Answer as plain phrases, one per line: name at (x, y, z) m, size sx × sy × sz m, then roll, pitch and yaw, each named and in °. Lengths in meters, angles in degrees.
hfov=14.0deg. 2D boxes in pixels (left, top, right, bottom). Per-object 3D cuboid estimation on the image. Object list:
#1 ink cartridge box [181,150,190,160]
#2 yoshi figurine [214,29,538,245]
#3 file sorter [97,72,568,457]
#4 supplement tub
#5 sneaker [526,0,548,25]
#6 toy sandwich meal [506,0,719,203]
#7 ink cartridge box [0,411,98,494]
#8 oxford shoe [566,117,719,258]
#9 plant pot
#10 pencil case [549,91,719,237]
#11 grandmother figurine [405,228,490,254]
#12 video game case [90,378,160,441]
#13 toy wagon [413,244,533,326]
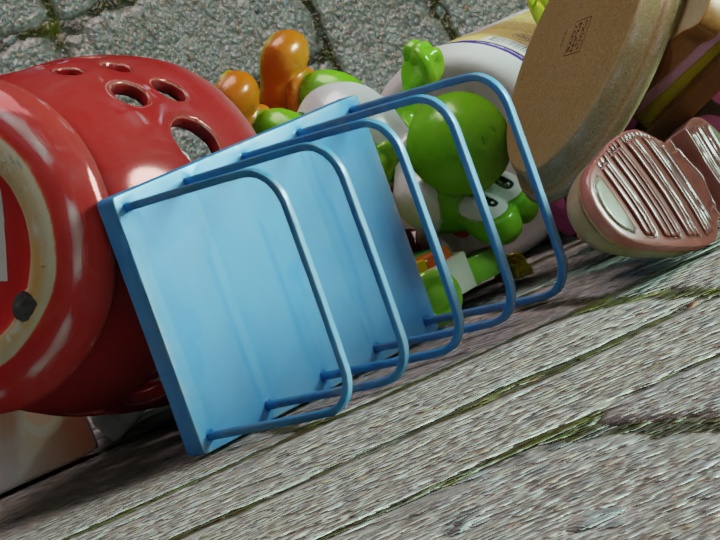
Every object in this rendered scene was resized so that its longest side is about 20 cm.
ink cartridge box at (-0.130, -0.002, 1.998) m, size 0.084 × 0.144 × 0.200 m, roll -22°, pitch 4°, yaw -2°
yoshi figurine at (0.015, -0.086, 1.727) m, size 0.200 × 0.112 × 0.112 m, roll 25°, pitch 1°, yaw 21°
file sorter at (-0.007, -0.010, 1.513) m, size 0.123 × 0.139 × 0.200 m, roll -14°, pitch 8°, yaw 43°
supplement tub at (0.109, -0.095, 1.949) m, size 0.145 × 0.145 × 0.200 m, roll -20°, pitch 4°, yaw 32°
sneaker at (0.180, -0.136, 1.892) m, size 0.074 × 0.200 × 0.084 m, roll -46°, pitch -4°, yaw -3°
toy sandwich meal at (0.154, -0.121, 1.631) m, size 0.070 × 0.205 × 0.205 m, roll 23°, pitch -10°, yaw -16°
ink cartridge box at (-0.272, 0.069, 1.693) m, size 0.200 × 0.162 × 0.050 m, roll -24°, pitch 2°, yaw -26°
oxford shoe at (0.142, -0.029, 1.526) m, size 0.075 × 0.070 × 0.200 m, roll -33°, pitch -8°, yaw 24°
plant pot at (-0.169, -0.014, 1.584) m, size 0.200 × 0.200 × 0.182 m, roll -20°, pitch -4°, yaw 31°
pencil case at (0.193, -0.075, 1.709) m, size 0.094 × 0.091 × 0.200 m, roll 14°, pitch -16°, yaw -33°
grandmother figurine at (0.000, 0.000, 1.823) m, size 0.200 × 0.061 × 0.121 m, roll -23°, pitch -7°, yaw 24°
video game case at (-0.101, 0.019, 1.777) m, size 0.182 × 0.023 × 0.200 m, roll -51°, pitch 7°, yaw -3°
toy wagon at (0.005, 0.022, 1.707) m, size 0.200 × 0.040 × 0.155 m, roll -24°, pitch 4°, yaw -21°
